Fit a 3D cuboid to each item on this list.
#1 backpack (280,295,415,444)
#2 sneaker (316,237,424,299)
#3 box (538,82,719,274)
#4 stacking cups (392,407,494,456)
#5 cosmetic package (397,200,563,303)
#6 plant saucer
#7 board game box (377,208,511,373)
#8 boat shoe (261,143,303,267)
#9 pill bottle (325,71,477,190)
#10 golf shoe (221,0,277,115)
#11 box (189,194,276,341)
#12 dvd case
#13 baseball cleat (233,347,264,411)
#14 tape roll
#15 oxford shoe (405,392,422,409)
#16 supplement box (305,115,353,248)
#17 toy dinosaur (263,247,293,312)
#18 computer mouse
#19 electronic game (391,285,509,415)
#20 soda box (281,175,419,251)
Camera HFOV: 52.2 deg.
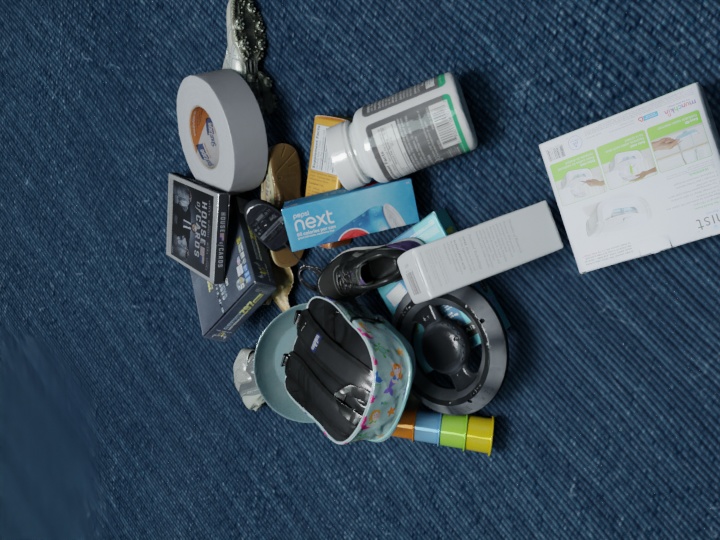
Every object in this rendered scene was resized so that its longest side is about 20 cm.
[{"bbox_3d":[-0.008,0.149,1.057,0.200,0.149,0.180,39,114,53],"label":"backpack"},{"bbox_3d":[0.000,0.000,1.098,0.198,0.087,0.077,-20,89,32],"label":"sneaker"},{"bbox_3d":[0.352,-0.111,0.922,0.198,0.096,0.179,-20,90,31],"label":"box"},{"bbox_3d":[0.104,0.234,1.120,0.197,0.061,0.062,9,104,10],"label":"stacking cups"},{"bbox_3d":[0.159,-0.024,0.991,0.197,0.102,0.075,-22,88,-11],"label":"cosmetic package"},{"bbox_3d":[-0.079,0.148,1.211,0.197,0.039,0.205,-3,101,-13],"label":"plant saucer"},{"bbox_3d":[0.113,0.033,1.117,0.150,0.047,0.202,-33,82,31],"label":"board game box"},{"bbox_3d":[-0.131,-0.107,1.227,0.062,0.072,0.204,6,97,59],"label":"boat shoe"},{"bbox_3d":[0.057,-0.193,1.042,0.197,0.113,0.115,-18,90,15],"label":"pill bottle"},{"bbox_3d":[-0.205,-0.350,1.217,0.096,0.078,0.204,-3,97,36],"label":"golf shoe"},{"bbox_3d":[-0.226,-0.005,1.258,0.158,0.051,0.202,-43,49,30],"label":"box"},{"bbox_3d":[-0.282,-0.076,1.256,0.199,0.024,0.153,24,113,50],"label":"dvd case"},{"bbox_3d":[-0.163,0.163,1.289,0.107,0.069,0.200,51,118,12],"label":"baseball cleat"},{"bbox_3d":[-0.231,-0.225,1.212,0.199,0.066,0.203,31,131,43],"label":"tape roll"},{"bbox_3d":[0.031,0.228,1.185,0.200,0.074,0.071,-43,78,29],"label":"oxford shoe"},{"bbox_3d":[-0.042,-0.142,1.164,0.068,0.066,0.203,19,108,28],"label":"supplement box"},{"bbox_3d":[-0.151,0.031,1.265,0.100,0.058,0.203,-16,91,30],"label":"toy dinosaur"},{"bbox_3d":[-0.110,-0.036,1.179,0.058,0.034,0.200,-40,102,10],"label":"computer mouse"},{"bbox_3d":[0.126,0.111,1.071,0.198,0.041,0.204,6,100,37],"label":"electronic game"},{"bbox_3d":[-0.015,-0.088,1.103,0.197,0.064,0.069,-13,106,2],"label":"soda box"}]
